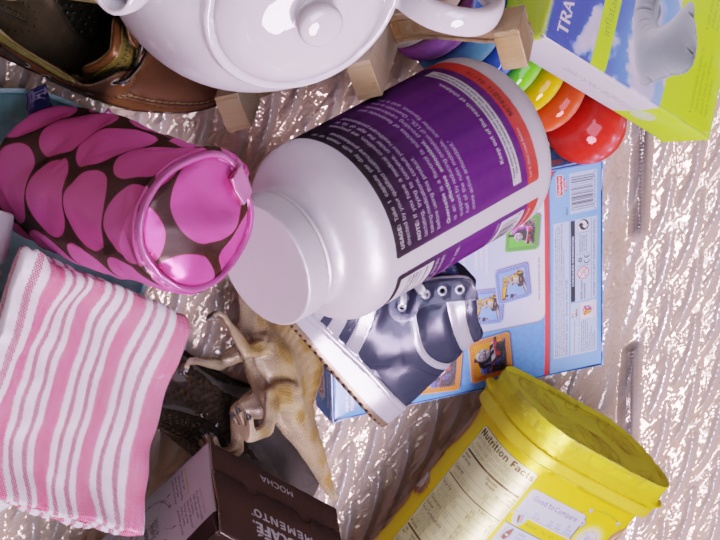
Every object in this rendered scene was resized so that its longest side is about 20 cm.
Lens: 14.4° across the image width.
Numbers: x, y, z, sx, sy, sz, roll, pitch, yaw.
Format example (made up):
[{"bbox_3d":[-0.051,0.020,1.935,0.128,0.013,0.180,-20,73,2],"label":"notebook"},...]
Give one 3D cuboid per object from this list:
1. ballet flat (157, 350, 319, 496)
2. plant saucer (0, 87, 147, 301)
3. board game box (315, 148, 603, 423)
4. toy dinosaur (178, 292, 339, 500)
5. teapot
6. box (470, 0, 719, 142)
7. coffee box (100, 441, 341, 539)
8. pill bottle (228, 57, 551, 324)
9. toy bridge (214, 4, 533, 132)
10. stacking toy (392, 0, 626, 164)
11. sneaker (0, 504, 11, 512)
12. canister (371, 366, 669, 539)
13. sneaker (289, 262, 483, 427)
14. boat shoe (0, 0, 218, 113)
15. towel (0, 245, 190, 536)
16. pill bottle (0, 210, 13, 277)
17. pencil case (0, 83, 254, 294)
[{"bbox_3d":[-0.101,0.095,1.834,0.200,0.046,0.068,36,66,-37],"label":"ballet flat"},{"bbox_3d":[-0.223,-0.017,1.726,0.199,0.036,0.201,-8,110,-22],"label":"plant saucer"},{"bbox_3d":[0.065,0.008,1.873,0.199,0.037,0.152,-11,115,-21],"label":"board game box"},{"bbox_3d":[-0.055,0.079,1.806,0.101,0.058,0.201,-36,113,-40],"label":"toy dinosaur"},{"bbox_3d":[-0.043,-0.174,1.612,0.200,0.146,0.198,-35,134,-1],"label":"teapot"},{"bbox_3d":[0.157,-0.172,1.787,0.200,0.047,0.123,26,71,-43],"label":"box"},{"bbox_3d":[-0.114,0.214,1.808,0.113,0.080,0.200,30,121,-31],"label":"coffee box"},{"bbox_3d":[0.013,-0.044,1.694,0.199,0.112,0.113,-29,123,-37],"label":"pill bottle"},{"bbox_3d":[0.007,-0.129,1.701,0.199,0.067,0.027,-11,121,18],"label":"toy bridge"},{"bbox_3d":[0.098,-0.132,1.802,0.200,0.085,0.086,35,94,-32],"label":"stacking toy"},{"bbox_3d":[-0.258,0.120,1.754,0.199,0.075,0.088,1,116,-24],"label":"sneaker"},{"bbox_3d":[0.090,0.179,1.909,0.148,0.087,0.200,29,106,-39],"label":"canister"},{"bbox_3d":[0.000,0.000,1.778,0.108,0.070,0.200,-36,124,5],"label":"sneaker"},{"bbox_3d":[-0.155,-0.131,1.695,0.199,0.068,0.072,13,102,-30],"label":"boat shoe"},{"bbox_3d":[-0.166,0.075,1.678,0.200,0.030,0.147,28,74,-64],"label":"towel"},{"bbox_3d":[-0.263,0.056,1.635,0.114,0.114,0.201,14,87,-28],"label":"pill bottle"},{"bbox_3d":[-0.133,-0.046,1.623,0.093,0.200,0.091,-31,117,-23],"label":"pencil case"}]
